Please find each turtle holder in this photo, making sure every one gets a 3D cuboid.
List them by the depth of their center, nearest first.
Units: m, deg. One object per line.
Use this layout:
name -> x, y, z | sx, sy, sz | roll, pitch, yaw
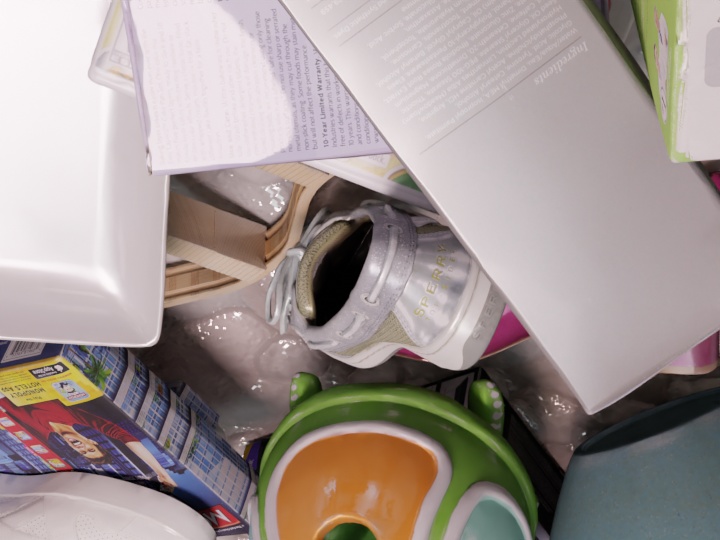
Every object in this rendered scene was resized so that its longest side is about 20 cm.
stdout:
turtle holder -> 0.009, 0.149, 0.867 | 0.140, 0.132, 0.186 | 16, 131, -2

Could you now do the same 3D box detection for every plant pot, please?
plant pot -> 0.171, 0.135, 0.883 | 0.199, 0.200, 0.136 | -22, 90, 29

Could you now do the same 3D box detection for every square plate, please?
square plate -> -0.176, -0.065, 0.763 | 0.196, 0.028, 0.201 | 3, 116, -9

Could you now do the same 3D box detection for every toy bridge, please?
toy bridge -> -0.073, -0.015, 0.876 | 0.067, 0.027, 0.200 | 19, 145, -33

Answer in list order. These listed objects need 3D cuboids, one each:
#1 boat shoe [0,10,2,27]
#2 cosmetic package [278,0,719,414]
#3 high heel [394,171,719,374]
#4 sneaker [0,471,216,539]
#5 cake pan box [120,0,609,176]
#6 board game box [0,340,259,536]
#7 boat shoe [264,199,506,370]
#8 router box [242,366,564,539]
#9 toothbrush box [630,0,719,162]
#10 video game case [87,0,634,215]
boat shoe -> -0.184, -0.062, 0.829 | 0.074, 0.086, 0.203 | 18, 133, -4
cosmetic package -> 0.050, -0.062, 0.623 | 0.090, 0.107, 0.201 | -32, 106, 9
high heel -> 0.076, -0.008, 0.852 | 0.198, 0.068, 0.097 | 3, 113, 9
sneaker -> -0.174, 0.164, 0.915 | 0.199, 0.116, 0.074 | -1, 138, 29
cake pan box -> -0.003, -0.142, 0.674 | 0.183, 0.052, 0.202 | -8, 109, -1
board game box -> -0.145, 0.096, 0.962 | 0.199, 0.062, 0.200 | -12, 134, 40
boat shoe -> 0.000, 0.002, 0.778 | 0.064, 0.075, 0.202 | 23, 177, -19
router box -> 0.047, 0.157, 1.000 | 0.156, 0.052, 0.200 | -20, 124, 27
toothbrush box -> 0.159, -0.134, 0.594 | 0.144, 0.201, 0.087 | -4, 131, 3
video game case -> 0.013, -0.125, 0.719 | 0.199, 0.023, 0.183 | 21, 106, -6
